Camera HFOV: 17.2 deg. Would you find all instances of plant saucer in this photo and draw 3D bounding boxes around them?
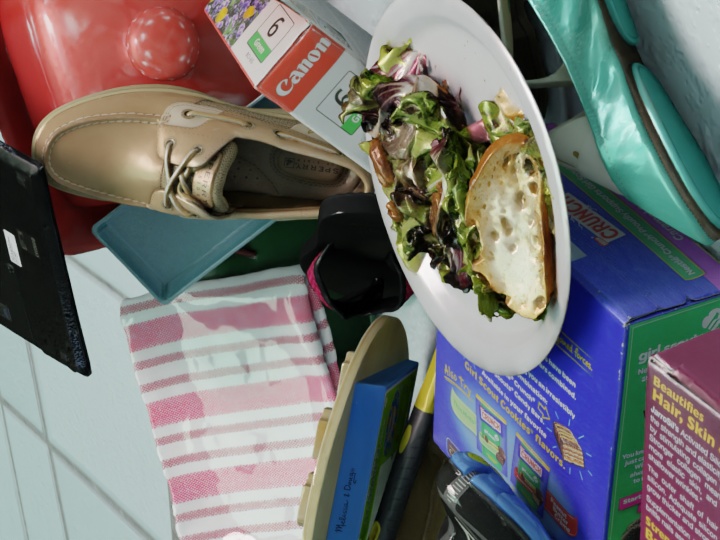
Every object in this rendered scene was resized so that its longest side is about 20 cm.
[{"bbox_3d":[-0.064,-0.062,1.424,0.070,0.200,0.019,48,-166,-22],"label":"plant saucer"}]

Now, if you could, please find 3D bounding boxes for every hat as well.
[{"bbox_3d":[-0.113,0.008,1.573,0.200,0.176,0.166,56,152,30],"label":"hat"}]

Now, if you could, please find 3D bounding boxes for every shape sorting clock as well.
[{"bbox_3d":[-0.005,0.125,1.427,0.200,0.039,0.200,12,-90,-81],"label":"shape sorting clock"}]

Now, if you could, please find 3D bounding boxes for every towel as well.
[{"bbox_3d":[-0.073,0.102,1.547,0.146,0.030,0.200,-12,96,27],"label":"towel"}]

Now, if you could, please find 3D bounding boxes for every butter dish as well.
[{"bbox_3d":[-0.126,-0.130,1.453,0.148,0.200,0.200,164,88,-80],"label":"butter dish"}]

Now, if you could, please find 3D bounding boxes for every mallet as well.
[{"bbox_3d":[0.035,0.069,1.379,0.066,0.041,0.200,43,115,52],"label":"mallet"}]

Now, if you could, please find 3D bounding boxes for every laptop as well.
[{"bbox_3d":[-0.218,-0.063,1.465,0.200,0.103,0.177,29,145,30],"label":"laptop"}]

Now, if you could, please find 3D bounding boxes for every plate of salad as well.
[{"bbox_3d":[0.042,-0.041,1.190,0.200,0.048,0.200,45,144,46],"label":"plate of salad"}]

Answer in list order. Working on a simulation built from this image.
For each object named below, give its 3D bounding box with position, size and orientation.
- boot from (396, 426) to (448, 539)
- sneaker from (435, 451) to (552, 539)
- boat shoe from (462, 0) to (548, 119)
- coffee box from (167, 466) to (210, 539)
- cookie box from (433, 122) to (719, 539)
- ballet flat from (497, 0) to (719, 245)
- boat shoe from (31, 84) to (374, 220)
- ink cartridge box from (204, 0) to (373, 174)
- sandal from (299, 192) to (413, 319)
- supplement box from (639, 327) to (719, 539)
[{"bbox_3d":[0.073,0.175,1.446,0.200,0.066,0.175,104,152,-49],"label":"boot"},{"bbox_3d":[0.059,0.175,1.266,0.071,0.083,0.200,51,156,37],"label":"sneaker"},{"bbox_3d":[0.048,-0.160,1.244,0.068,0.072,0.200,35,137,51],"label":"boat shoe"},{"bbox_3d":[-0.069,0.183,1.685,0.080,0.114,0.200,45,144,49],"label":"coffee box"},{"bbox_3d":[0.113,0.051,1.251,0.171,0.075,0.200,47,146,44],"label":"cookie box"},{"bbox_3d":[0.112,-0.091,1.152,0.067,0.070,0.200,11,-126,-65],"label":"ballet flat"},{"bbox_3d":[-0.090,-0.064,1.374,0.065,0.200,0.071,-101,12,-67],"label":"boat shoe"},{"bbox_3d":[-0.034,-0.121,1.304,0.200,0.050,0.109,34,-167,-32],"label":"ink cartridge box"},{"bbox_3d":[0.000,0.000,1.398,0.200,0.075,0.045,88,-176,-77],"label":"sandal"},{"bbox_3d":[0.203,0.133,1.084,0.131,0.103,0.200,44,145,46],"label":"supplement box"}]
